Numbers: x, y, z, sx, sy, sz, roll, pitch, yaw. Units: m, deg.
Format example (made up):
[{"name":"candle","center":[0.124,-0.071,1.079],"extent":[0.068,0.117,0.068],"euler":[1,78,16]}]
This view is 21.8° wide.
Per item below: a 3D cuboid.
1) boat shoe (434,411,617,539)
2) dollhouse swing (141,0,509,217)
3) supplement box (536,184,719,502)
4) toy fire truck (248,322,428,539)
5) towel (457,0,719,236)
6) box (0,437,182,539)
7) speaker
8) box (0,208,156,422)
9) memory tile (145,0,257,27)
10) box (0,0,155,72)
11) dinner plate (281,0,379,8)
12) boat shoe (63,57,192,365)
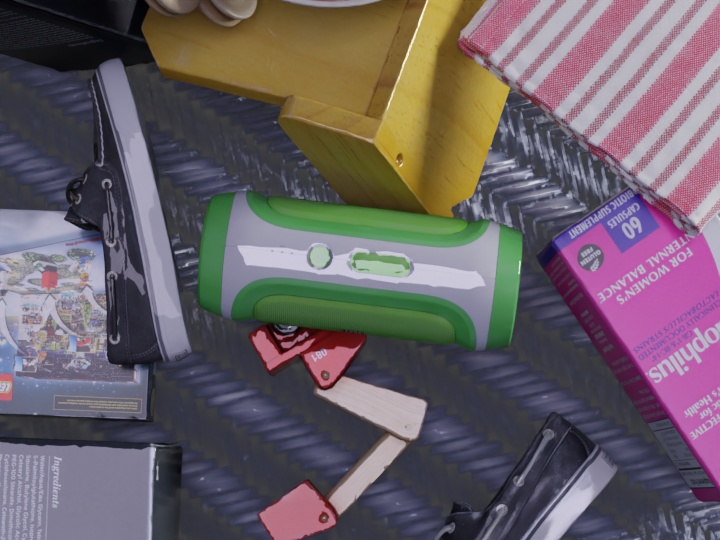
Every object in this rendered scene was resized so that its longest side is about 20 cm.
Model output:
[{"name":"boat shoe","center":[0.080,0.179,1.216],"extent":[0.068,0.072,0.200],"euler":[42,84,3]},{"name":"dollhouse swing","center":[-0.013,-0.156,1.231],"extent":[0.174,0.182,0.202],"euler":[9,68,29]},{"name":"supplement box","center":[0.213,0.041,1.213],"extent":[0.101,0.103,0.201],"euler":[-34,86,-4]},{"name":"toy fire truck","center":[-0.002,0.077,1.240],"extent":[0.199,0.049,0.142],"euler":[-31,84,-3]},{"name":"towel","center":[0.178,-0.133,1.186],"extent":[0.200,0.030,0.147],"euler":[40,73,9]},{"name":"box","center":[-0.220,0.159,1.187],"extent":[0.197,0.148,0.108],"euler":[1,84,2]},{"name":"speaker","center":[0.000,0.000,1.180],"extent":[0.198,0.088,0.090],"euler":[7,84,2]},{"name":"box","center":[-0.235,0.029,1.256],"extent":[0.197,0.038,0.138],"euler":[3,84,2]},{"name":"memory tile","center":[-0.141,-0.225,1.098],"extent":[0.017,0.199,0.155],"euler":[-22,74,34]},{"name":"box","center":[-0.212,-0.247,1.192],"extent":[0.123,0.196,0.203],"euler":[-2,82,37]},{"name":"dinner plate","center":[-0.037,-0.242,1.147],"extent":[0.198,0.024,0.202],"euler":[8,60,-15]},{"name":"boat shoe","center":[-0.159,-0.035,1.213],"extent":[0.065,0.070,0.202],"euler":[-12,88,-3]}]
